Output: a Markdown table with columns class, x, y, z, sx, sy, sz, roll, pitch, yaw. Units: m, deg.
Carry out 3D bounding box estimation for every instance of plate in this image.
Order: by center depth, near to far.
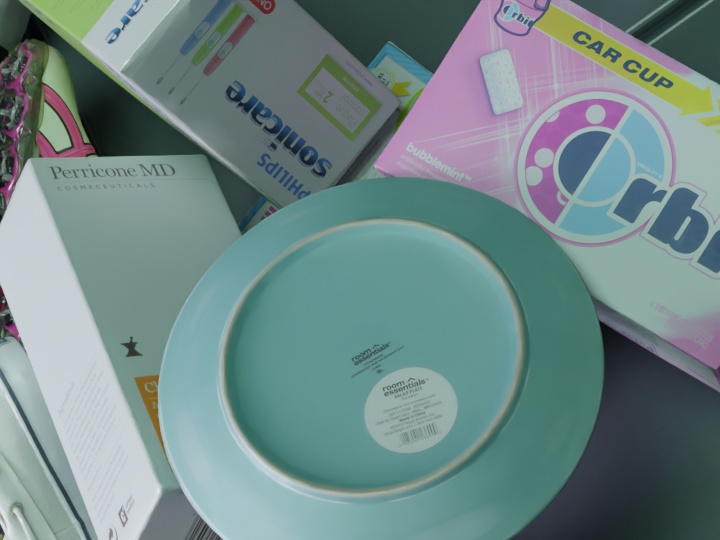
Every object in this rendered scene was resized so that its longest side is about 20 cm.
| class | x | y | z | sx | sy | sz | roll | pitch | yaw |
| --- | --- | --- | --- | --- | --- | --- | --- | --- | --- |
| plate | 0.006 | 0.041 | 1.146 | 0.199 | 0.026 | 0.201 | -5 | 60 | 9 |

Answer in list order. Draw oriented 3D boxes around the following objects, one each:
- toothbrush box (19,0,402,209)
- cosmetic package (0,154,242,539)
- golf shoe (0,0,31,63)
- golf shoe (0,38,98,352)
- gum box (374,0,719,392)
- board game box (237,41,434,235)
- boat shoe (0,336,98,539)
| class | x | y | z | sx | sy | sz | roll | pitch | yaw |
| --- | --- | --- | --- | --- | --- | --- | --- | --- | --- |
| toothbrush box | -0.095 | -0.127 | 1.324 | 0.086 | 0.146 | 0.200 | -50 | 41 | 0 |
| cosmetic package | -0.094 | 0.041 | 1.244 | 0.200 | 0.101 | 0.071 | 63 | 142 | 33 |
| golf shoe | -0.218 | -0.091 | 1.447 | 0.094 | 0.078 | 0.200 | 35 | 97 | 32 |
| golf shoe | -0.158 | -0.026 | 1.379 | 0.073 | 0.092 | 0.201 | -33 | 53 | 47 |
| gum box | 0.122 | -0.039 | 1.211 | 0.200 | 0.066 | 0.114 | 32 | 85 | 18 |
| board game box | 0.000 | 0.000 | 1.306 | 0.200 | 0.034 | 0.134 | -50 | 55 | 0 |
| boat shoe | -0.154 | 0.133 | 1.265 | 0.070 | 0.071 | 0.200 | -26 | 87 | -16 |
